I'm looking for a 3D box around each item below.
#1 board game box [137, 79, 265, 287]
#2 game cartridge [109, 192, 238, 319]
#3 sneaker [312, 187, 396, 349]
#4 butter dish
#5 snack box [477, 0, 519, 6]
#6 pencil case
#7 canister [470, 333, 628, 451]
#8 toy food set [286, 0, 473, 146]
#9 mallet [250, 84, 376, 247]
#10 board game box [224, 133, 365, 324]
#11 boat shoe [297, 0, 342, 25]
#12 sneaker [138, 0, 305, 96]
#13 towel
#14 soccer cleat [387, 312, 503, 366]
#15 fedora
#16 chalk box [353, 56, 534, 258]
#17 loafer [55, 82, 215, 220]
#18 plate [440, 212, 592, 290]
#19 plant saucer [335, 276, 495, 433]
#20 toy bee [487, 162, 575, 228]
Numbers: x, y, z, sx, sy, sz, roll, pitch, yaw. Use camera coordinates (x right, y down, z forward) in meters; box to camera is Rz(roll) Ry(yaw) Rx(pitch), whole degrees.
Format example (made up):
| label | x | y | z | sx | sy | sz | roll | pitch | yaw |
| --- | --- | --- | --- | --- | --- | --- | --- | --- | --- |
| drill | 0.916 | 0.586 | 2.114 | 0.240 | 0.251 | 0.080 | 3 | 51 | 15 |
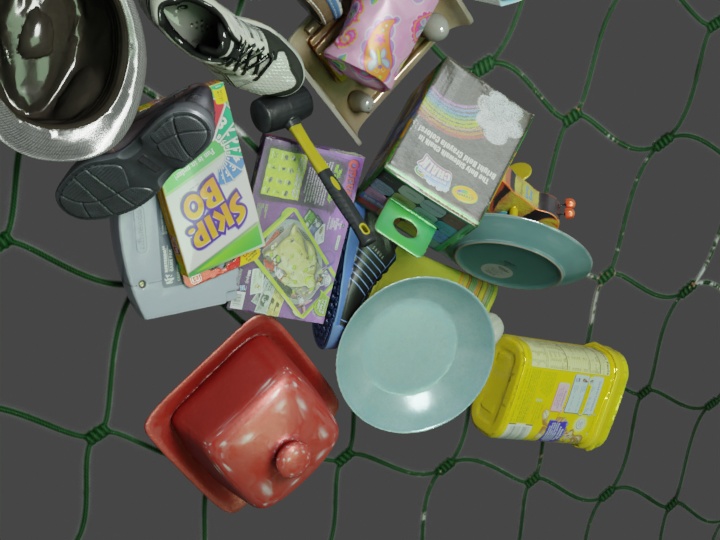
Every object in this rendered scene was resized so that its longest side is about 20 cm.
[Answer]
| label | x | y | z | sx | sy | sz | roll | pitch | yaw |
| --- | --- | --- | --- | --- | --- | --- | --- | --- | --- |
| board game box | -0.163 | -0.086 | 1.181 | 0.095 | 0.030 | 0.201 | -24 | 117 | -25 |
| game cartridge | -0.197 | -0.054 | 1.202 | 0.132 | 0.041 | 0.202 | -10 | 108 | -26 |
| sneaker | 0.000 | 0.000 | 1.344 | 0.077 | 0.070 | 0.202 | 7 | 104 | -28 |
| butter dish | -0.106 | 0.187 | 1.301 | 0.199 | 0.148 | 0.200 | -44 | 126 | -12 |
| snack box | 0.120 | -0.396 | 1.235 | 0.037 | 0.116 | 0.201 | -23 | 121 | -24 |
| pencil case | 0.037 | -0.290 | 1.192 | 0.087 | 0.087 | 0.201 | 26 | 91 | -38 |
| canister | 0.261 | 0.167 | 1.579 | 0.199 | 0.086 | 0.150 | 10 | 103 | -35 |
| toy food set | 0.024 | -0.257 | 1.262 | 0.200 | 0.060 | 0.144 | -49 | 128 | -8 |
| mallet | -0.051 | -0.108 | 1.209 | 0.065 | 0.201 | 0.041 | -17 | 161 | -30 |
| board game box | -0.076 | -0.045 | 1.284 | 0.119 | 0.032 | 0.202 | 11 | 104 | -16 |
| boat shoe | -0.102 | -0.314 | 1.154 | 0.072 | 0.072 | 0.200 | -47 | 117 | -1 |
| sneaker | -0.136 | -0.222 | 1.138 | 0.199 | 0.088 | 0.076 | 27 | 109 | -31 |
| towel | 0.092 | 0.031 | 1.454 | 0.199 | 0.018 | 0.087 | 21 | 93 | -37 |
| soccer cleat | 0.088 | 0.087 | 1.422 | 0.199 | 0.069 | 0.078 | -18 | 127 | -11 |
| fedora | -0.292 | -0.203 | 1.051 | 0.176 | 0.090 | 0.202 | -9 | 102 | -34 |
| chalk box | 0.081 | -0.107 | 1.265 | 0.124 | 0.124 | 0.201 | 33 | 71 | -8 |
| loafer | -0.214 | -0.115 | 1.108 | 0.199 | 0.063 | 0.072 | -27 | 126 | 28 |
| plate | 0.181 | -0.015 | 1.385 | 0.200 | 0.199 | 0.026 | 31 | 63 | -38 |
| plant saucer | 0.062 | 0.096 | 1.366 | 0.199 | 0.039 | 0.203 | -6 | 111 | -15 |
| toy bee | 0.208 | -0.082 | 1.427 | 0.199 | 0.108 | 0.132 | 27 | 49 | -46 |
